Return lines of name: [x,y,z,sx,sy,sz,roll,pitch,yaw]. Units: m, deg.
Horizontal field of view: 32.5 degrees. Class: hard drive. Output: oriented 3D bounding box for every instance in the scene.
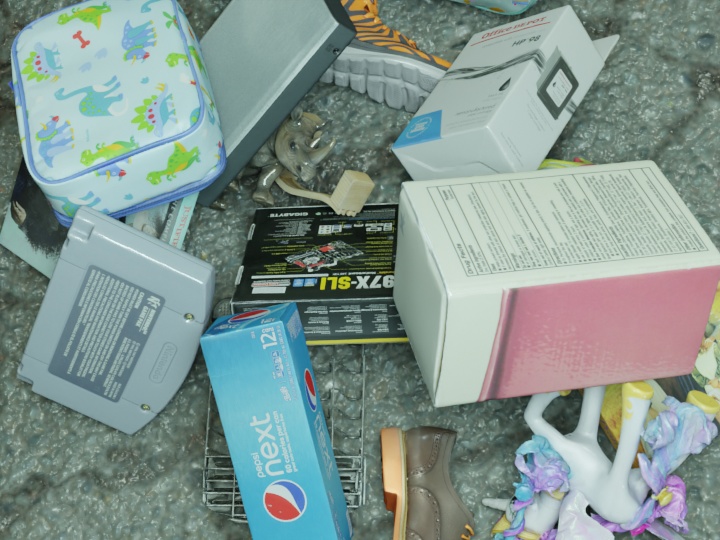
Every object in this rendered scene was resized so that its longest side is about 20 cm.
hard drive: [-0.095,-0.169,1.046,0.200,0.033,0.140,-47,45,22]

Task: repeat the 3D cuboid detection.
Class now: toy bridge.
toy bridge: [-0.059,-0.111,1.115,0.200,0.027,0.067,51,123,37]

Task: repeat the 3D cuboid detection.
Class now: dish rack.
dish rack: [-0.060,0.115,1.047,0.152,0.055,0.202,-1,72,8]

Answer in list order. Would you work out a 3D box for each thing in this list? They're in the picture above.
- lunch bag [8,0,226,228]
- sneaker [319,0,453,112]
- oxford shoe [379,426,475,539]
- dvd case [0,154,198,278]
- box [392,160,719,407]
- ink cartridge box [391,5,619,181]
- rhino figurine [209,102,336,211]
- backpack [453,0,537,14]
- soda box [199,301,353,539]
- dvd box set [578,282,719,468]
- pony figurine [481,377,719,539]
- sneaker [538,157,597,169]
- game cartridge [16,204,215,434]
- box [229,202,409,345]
lunch bag: [-0.203,-0.138,1.016,0.160,0.083,0.201,-20,54,0]
sneaker: [0.018,-0.222,1.144,0.199,0.078,0.113,18,65,4]
oxford shoe: [0.059,0.220,0.987,0.072,0.071,0.201,-5,70,-1]
dvd case: [-0.233,-0.049,1.078,0.199,0.022,0.147,30,108,29]
box: [0.134,0.007,0.880,0.198,0.110,0.128,-6,40,-11]
ink cartridge box: [0.127,-0.154,1.057,0.115,0.067,0.200,-7,40,48]
rhino figurine: [-0.090,-0.105,1.081,0.199,0.060,0.088,-2,67,48]
backpack: [0.094,-0.322,1.133,0.199,0.167,0.127,16,62,-4]
soda box: [-0.062,0.132,0.953,0.067,0.064,0.201,-12,100,9]
dvd box set: [0.234,0.052,1.001,0.146,0.029,0.201,-33,98,-7]
pony figurine: [0.190,0.169,0.936,0.193,0.166,0.201,35,118,32]
sneaker: [0.152,-0.051,1.042,0.199,0.078,0.090,-14,49,-43]
game cartridge: [-0.197,0.048,1.011,0.132,0.200,0.042,23,39,-11]
box: [0.000,0.000,1.034,0.198,0.050,0.160,-2,32,4]
